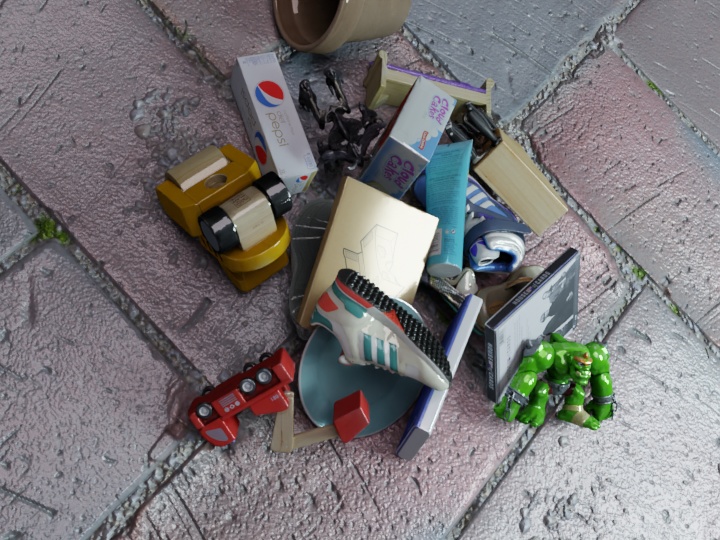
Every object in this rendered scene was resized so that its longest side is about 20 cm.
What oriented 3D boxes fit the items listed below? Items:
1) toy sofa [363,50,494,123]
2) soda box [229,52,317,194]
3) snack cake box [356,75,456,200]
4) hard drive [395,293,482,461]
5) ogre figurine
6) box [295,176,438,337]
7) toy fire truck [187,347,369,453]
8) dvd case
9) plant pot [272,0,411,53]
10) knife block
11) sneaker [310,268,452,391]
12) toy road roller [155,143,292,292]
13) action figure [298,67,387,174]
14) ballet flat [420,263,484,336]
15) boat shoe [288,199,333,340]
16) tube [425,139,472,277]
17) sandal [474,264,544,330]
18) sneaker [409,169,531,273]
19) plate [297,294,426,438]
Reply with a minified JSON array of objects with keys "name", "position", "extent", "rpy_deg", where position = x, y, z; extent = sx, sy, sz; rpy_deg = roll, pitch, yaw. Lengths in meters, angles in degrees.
[{"name":"toy sofa","position":[0.108,-0.292,1.363],"extent":[0.195,0.083,0.100],"rpy_deg":[10,67,-15]},{"name":"soda box","position":[-0.129,-0.213,1.255],"extent":[0.062,0.068,0.204],"rpy_deg":[-13,73,-24]},{"name":"snack cake box","position":[0.055,-0.167,1.226],"extent":[0.066,0.200,0.116],"rpy_deg":[30,62,-5]},{"name":"hard drive","position":[0.106,0.145,1.155],"extent":[0.025,0.133,0.202],"rpy_deg":[24,62,4]},{"name":"ogre figurine","position":[0.287,0.159,1.229],"extent":[0.195,0.098,0.123],"rpy_deg":[7,100,-3]},{"name":"box","position":[0.013,-0.002,1.149],"extent":[0.161,0.021,0.204],"rpy_deg":[20,86,-30]},{"name":"toy fire truck","position":[-0.102,0.178,1.075],"extent":[0.197,0.049,0.142],"rpy_deg":[-30,107,10]},{"name":"dvd case","position":[0.250,0.079,1.234],"extent":[0.199,0.153,0.025],"rpy_deg":[-37,47,-28]},{"name":"plant pot","position":[-0.018,-0.434,1.336],"extent":[0.172,0.199,0.204],"rpy_deg":[-4,69,-40]},{"name":"knife block","position":[0.210,-0.160,1.294],"extent":[0.174,0.064,0.202],"rpy_deg":[15,39,-55]},{"name":"sneaker","position":[0.024,0.092,1.067],"extent":[0.199,0.094,0.071],"rpy_deg":[41,20,-8]},{"name":"toy road roller","position":[-0.175,-0.065,1.165],"extent":[0.122,0.148,0.199],"rpy_deg":[-34,45,-21]},{"name":"action figure","position":[-0.021,-0.203,1.243],"extent":[0.118,0.102,0.202],"rpy_deg":[-31,53,9]},{"name":"ballet flat","position":[0.126,0.011,1.246],"extent":[0.199,0.072,0.072],"rpy_deg":[40,62,1]},{"name":"boat shoe","position":[-0.065,-0.006,1.203],"extent":[0.073,0.065,0.206],"rpy_deg":[5,62,-4]},{"name":"tube","position":[0.122,-0.094,1.227],"extent":[0.076,0.050,0.205],"rpy_deg":[-4,68,20]},{"name":"sandal","position":[0.237,0.040,1.264],"extent":[0.198,0.053,0.082],"rpy_deg":[-16,88,-48]},{"name":"sneaker","position":[0.159,-0.070,1.262],"extent":[0.197,0.081,0.147],"rpy_deg":[30,29,-12]},{"name":"plate","position":[0.004,0.125,1.138],"extent":[0.196,0.026,0.205],"rpy_deg":[-9,111,-24]}]
